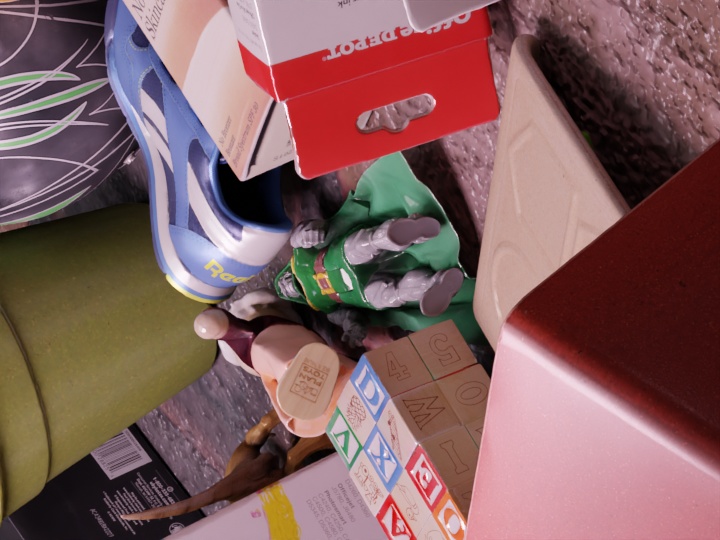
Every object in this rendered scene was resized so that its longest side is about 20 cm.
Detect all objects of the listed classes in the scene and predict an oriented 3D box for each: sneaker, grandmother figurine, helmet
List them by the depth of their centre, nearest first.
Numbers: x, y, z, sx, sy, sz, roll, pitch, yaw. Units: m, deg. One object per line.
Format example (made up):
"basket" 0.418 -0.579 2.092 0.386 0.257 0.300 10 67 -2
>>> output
"grandmother figurine" -0.042 0.051 1.730 0.121 0.061 0.200 31 180 -16
"sneaker" -0.087 -0.087 1.732 0.082 0.074 0.201 -28 76 45
"helmet" -0.225 -0.120 1.851 0.191 0.199 0.201 -133 28 -67

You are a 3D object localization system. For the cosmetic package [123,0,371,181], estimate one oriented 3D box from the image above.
"cosmetic package" -0.072 -0.164 1.624 0.200 0.087 0.104 56 153 20

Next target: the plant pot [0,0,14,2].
"plant pot" -0.238 -0.248 1.695 0.200 0.199 0.184 23 118 54

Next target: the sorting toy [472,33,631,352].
"sorting toy" 0.107 0.013 1.463 0.186 0.036 0.201 97 157 -45

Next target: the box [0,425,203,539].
"box" -0.187 0.230 2.115 0.149 0.124 0.201 50 148 30

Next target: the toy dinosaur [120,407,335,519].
"toy dinosaur" -0.063 0.124 1.808 0.060 0.106 0.200 45 -173 9

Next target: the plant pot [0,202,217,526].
"plant pot" -0.198 0.046 1.913 0.200 0.189 0.201 42 145 40

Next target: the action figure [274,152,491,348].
"action figure" 0.000 0.000 1.669 0.119 0.055 0.200 66 158 -5

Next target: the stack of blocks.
"stack of blocks" 0.059 0.142 1.571 0.201 0.058 0.115 59 151 20

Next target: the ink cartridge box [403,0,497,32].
"ink cartridge box" 0.023 -0.218 1.371 0.067 0.117 0.201 1 112 62

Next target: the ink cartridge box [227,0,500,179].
"ink cartridge box" -0.009 -0.159 1.468 0.067 0.116 0.201 -137 32 -65

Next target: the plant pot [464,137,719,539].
"plant pot" 0.176 0.083 1.269 0.176 0.200 0.201 35 142 24

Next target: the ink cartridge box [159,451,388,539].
"ink cartridge box" -0.052 0.217 1.771 0.146 0.199 0.147 58 153 12
